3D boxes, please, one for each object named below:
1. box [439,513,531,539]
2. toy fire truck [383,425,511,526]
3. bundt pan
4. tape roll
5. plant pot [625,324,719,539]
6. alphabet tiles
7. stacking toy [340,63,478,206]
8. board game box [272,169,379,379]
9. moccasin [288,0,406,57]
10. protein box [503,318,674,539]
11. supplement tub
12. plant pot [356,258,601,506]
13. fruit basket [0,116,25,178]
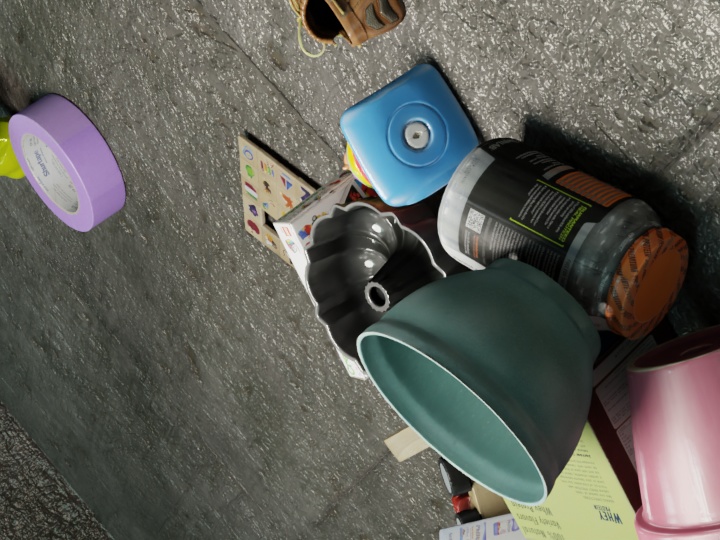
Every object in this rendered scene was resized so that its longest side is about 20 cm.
[{"bbox_3d":[0.206,0.347,1.439,0.199,0.105,0.184,-16,132,19],"label":"box"},{"bbox_3d":[0.114,0.229,1.571,0.200,0.128,0.177,176,76,-82],"label":"toy fire truck"},{"bbox_3d":[0.039,0.013,1.357,0.201,0.076,0.203,22,125,34],"label":"bundt pan"},{"bbox_3d":[-0.438,-0.159,2.005,0.200,0.066,0.201,38,149,27],"label":"tape roll"},{"bbox_3d":[0.308,0.144,1.115,0.200,0.199,0.180,-15,95,60],"label":"plant pot"},{"bbox_3d":[-0.074,-0.054,1.623,0.200,0.008,0.168,38,149,26],"label":"alphabet tiles"},{"bbox_3d":[0.023,-0.119,1.336,0.110,0.116,0.200,59,163,-7],"label":"stacking toy"},{"bbox_3d":[0.000,0.000,1.461,0.035,0.126,0.201,5,127,53],"label":"board game box"},{"bbox_3d":[-0.029,-0.243,1.248,0.074,0.078,0.201,58,170,-34],"label":"moccasin"},{"bbox_3d":[0.219,0.150,1.294,0.198,0.135,0.201,-4,119,57],"label":"protein box"},{"bbox_3d":[0.175,-0.027,1.170,0.199,0.122,0.123,32,146,35],"label":"supplement tub"},{"bbox_3d":[0.114,0.076,1.114,0.200,0.134,0.201,38,160,16],"label":"plant pot"},{"bbox_3d":[-0.581,-0.214,2.077,0.216,0.215,0.156,46,135,11],"label":"fruit basket"}]
